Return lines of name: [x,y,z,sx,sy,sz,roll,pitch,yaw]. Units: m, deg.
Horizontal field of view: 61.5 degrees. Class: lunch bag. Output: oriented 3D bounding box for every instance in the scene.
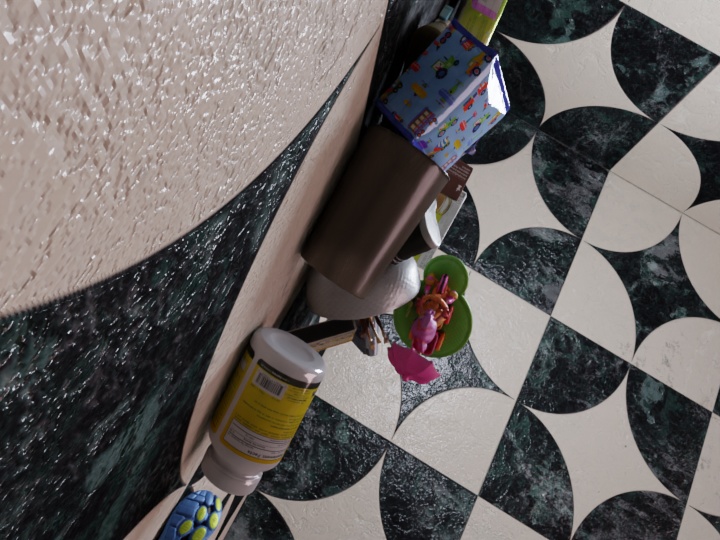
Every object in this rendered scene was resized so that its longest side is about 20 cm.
lunch bag: [0.133,-0.214,0.849,0.150,0.095,0.199,-43,150,8]

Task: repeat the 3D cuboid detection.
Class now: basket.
basket: [0.013,-0.077,0.840,0.203,0.134,0.180,-57,-170,5]

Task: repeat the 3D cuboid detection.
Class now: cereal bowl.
cereal bowl: [0.000,0.000,1.000,0.201,0.194,0.086,-55,138,-64]

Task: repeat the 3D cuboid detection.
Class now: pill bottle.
pill bottle: [-0.135,0.190,0.813,0.204,0.110,0.112,-62,177,9]

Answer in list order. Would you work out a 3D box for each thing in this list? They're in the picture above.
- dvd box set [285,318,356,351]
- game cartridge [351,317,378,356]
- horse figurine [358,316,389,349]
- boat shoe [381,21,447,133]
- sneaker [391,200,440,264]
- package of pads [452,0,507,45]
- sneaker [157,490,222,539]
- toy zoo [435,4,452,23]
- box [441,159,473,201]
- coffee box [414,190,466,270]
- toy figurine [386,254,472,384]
dvd box set: [-0.080,0.118,1.036,0.142,0.030,0.200,-15,170,-5]
game cartridge: [-0.002,0.084,1.263,0.200,0.040,0.138,-145,-129,-71]
horse figurine: [0.003,0.075,1.082,0.049,0.136,0.200,-25,176,-4]
boat shoe: [0.087,-0.268,0.894,0.067,0.073,0.202,-50,170,-42]
sneaker: [0.067,-0.091,0.955,0.097,0.071,0.203,-26,-144,22]
package of pads: [0.197,-0.434,1.085,0.155,0.067,0.205,-116,-131,-82]
sneaker: [-0.280,0.417,0.900,0.083,0.070,0.201,-44,-169,48]
toy zoo: [0.107,-0.346,1.028,0.204,0.020,0.132,-64,177,25]
box: [0.128,-0.208,1.182,0.076,0.098,0.200,-60,-156,12]
coffee box: [0.126,-0.147,1.462,0.203,0.194,0.200,-60,175,11]
toy figurine: [0.112,0.098,0.999,0.184,0.146,0.205,-52,161,-63]
